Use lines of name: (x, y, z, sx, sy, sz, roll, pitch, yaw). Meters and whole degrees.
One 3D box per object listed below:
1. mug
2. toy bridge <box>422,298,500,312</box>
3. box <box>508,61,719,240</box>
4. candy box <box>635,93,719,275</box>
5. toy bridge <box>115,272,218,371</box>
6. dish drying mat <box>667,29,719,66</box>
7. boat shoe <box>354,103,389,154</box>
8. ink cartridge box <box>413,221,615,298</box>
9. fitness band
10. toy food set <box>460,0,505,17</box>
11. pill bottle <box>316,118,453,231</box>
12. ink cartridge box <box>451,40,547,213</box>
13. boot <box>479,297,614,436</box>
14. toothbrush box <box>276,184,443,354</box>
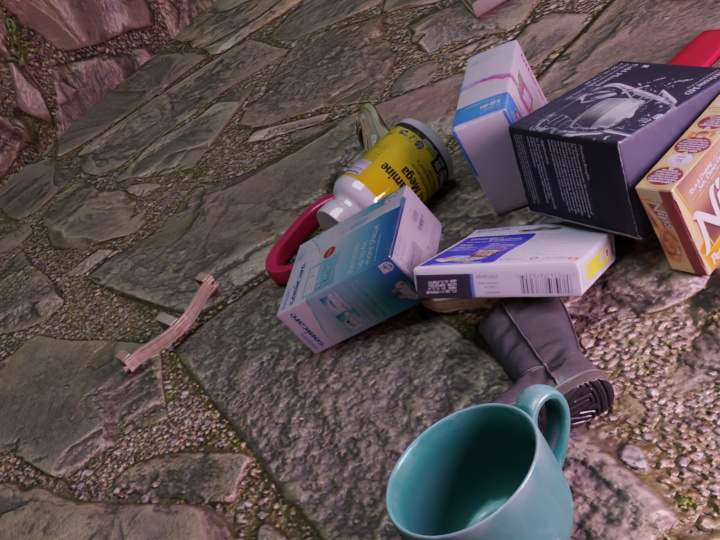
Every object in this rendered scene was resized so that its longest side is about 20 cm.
mug: (0.126, 0.206, 0.972, 0.183, 0.115, 0.153, -29, 27, 7)
toy bridge: (0.106, 0.020, 1.383, 0.067, 0.027, 0.199, -43, 28, -16)
box: (0.316, -0.147, 1.281, 0.198, 0.126, 0.196, -31, 27, -22)
candy box: (0.391, -0.106, 1.176, 0.200, 0.116, 0.055, -44, 29, -19)
toy bridge: (-0.295, 0.084, 1.698, 0.200, 0.027, 0.067, -47, 30, -20)
dish drying mat: (0.431, -0.261, 1.488, 0.200, 0.018, 0.076, -45, 29, -17)
boat shoe: (0.018, -0.215, 1.804, 0.062, 0.074, 0.202, -27, 35, 1)
ink cartridge box: (0.189, -0.013, 1.266, 0.195, 0.048, 0.199, -4, 11, 30)
fitness band: (-0.063, -0.053, 1.677, 0.142, 0.038, 0.201, -2, 40, 50)
toy food set: (0.256, -0.568, 2.115, 0.142, 0.061, 0.201, -30, 27, 7)
pill bottle: (0.033, -0.118, 1.587, 0.200, 0.113, 0.112, -44, 29, -18)
ink cartridge box: (0.201, -0.200, 1.500, 0.084, 0.145, 0.201, -19, 31, 25)
boot: (0.159, 0.102, 1.149, 0.179, 0.073, 0.201, -20, 34, -4)
toothbrush box: (0.000, 0.000, 1.430, 0.198, 0.085, 0.148, -28, 30, 34)
